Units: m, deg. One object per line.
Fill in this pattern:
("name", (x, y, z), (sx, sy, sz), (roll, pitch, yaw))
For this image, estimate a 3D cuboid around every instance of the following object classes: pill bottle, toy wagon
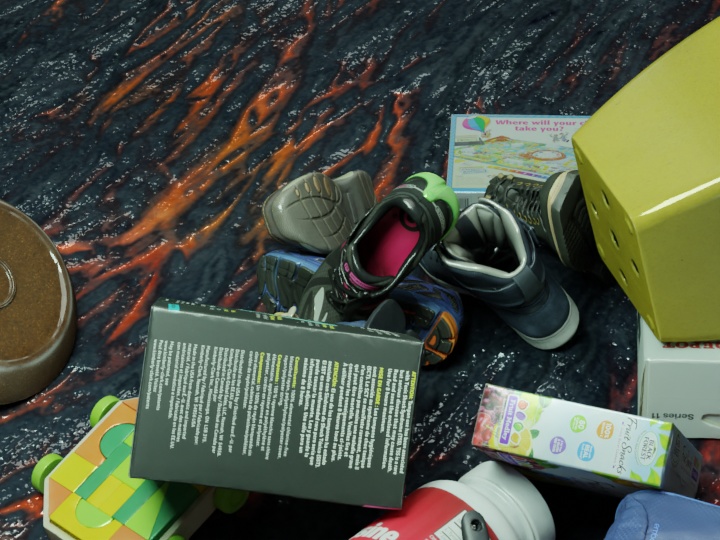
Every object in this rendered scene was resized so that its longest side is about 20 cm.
("pill bottle", (0.046, 0.224, 1.570), (0.112, 0.113, 0.200), (29, 47, 35))
("toy wagon", (-0.160, 0.151, 1.712), (0.155, 0.040, 0.200), (27, 62, 32))

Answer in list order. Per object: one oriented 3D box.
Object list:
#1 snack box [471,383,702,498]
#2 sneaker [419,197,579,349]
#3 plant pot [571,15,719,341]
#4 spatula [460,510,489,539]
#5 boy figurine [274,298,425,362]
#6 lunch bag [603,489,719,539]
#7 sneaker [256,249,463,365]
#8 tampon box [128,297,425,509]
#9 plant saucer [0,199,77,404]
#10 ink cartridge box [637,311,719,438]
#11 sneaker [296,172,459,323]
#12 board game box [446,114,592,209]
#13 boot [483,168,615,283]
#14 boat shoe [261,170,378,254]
("snack box", (0.175, 0.136, 1.625), (0.142, 0.200, 0.053), (10, 81, 17))
("sneaker", (0.091, -0.026, 1.865), (0.077, 0.146, 0.202), (-51, 50, -5))
("plant pot", (0.283, -0.058, 1.741), (0.176, 0.200, 0.200), (-23, 39, -4))
("spatula", (0.090, 0.266, 1.504), (0.056, 0.021, 0.201), (1, 75, -23))
("boy figurine", (-0.043, 0.083, 1.769), (0.199, 0.124, 0.065), (-15, 32, 40))
("lunch bag", (0.249, 0.256, 1.496), (0.199, 0.136, 0.132), (12, 40, 16))
("sneaker", (0.001, 0.027, 1.882), (0.199, 0.076, 0.078), (19, 28, 19))
("tampon box", (-0.063, 0.098, 1.603), (0.199, 0.127, 0.150), (8, 0, -3))
("plant saucer", (-0.322, 0.015, 1.832), (0.200, 0.034, 0.201), (17, 57, -30))
("ink cartridge box", (0.305, 0.046, 1.815), (0.146, 0.083, 0.200), (1, 38, 5))
("sneaker", (0.000, 0.000, 1.779), (0.077, 0.200, 0.084), (41, 26, 13))
("board game box", (0.183, -0.098, 2.054), (0.199, 0.034, 0.135), (1, 37, 5))
("boot", (0.152, -0.056, 1.882), (0.138, 0.200, 0.078), (28, 81, 24))
("boat shoe", (-0.046, -0.045, 1.938), (0.073, 0.075, 0.200), (-15, -3, 22))
